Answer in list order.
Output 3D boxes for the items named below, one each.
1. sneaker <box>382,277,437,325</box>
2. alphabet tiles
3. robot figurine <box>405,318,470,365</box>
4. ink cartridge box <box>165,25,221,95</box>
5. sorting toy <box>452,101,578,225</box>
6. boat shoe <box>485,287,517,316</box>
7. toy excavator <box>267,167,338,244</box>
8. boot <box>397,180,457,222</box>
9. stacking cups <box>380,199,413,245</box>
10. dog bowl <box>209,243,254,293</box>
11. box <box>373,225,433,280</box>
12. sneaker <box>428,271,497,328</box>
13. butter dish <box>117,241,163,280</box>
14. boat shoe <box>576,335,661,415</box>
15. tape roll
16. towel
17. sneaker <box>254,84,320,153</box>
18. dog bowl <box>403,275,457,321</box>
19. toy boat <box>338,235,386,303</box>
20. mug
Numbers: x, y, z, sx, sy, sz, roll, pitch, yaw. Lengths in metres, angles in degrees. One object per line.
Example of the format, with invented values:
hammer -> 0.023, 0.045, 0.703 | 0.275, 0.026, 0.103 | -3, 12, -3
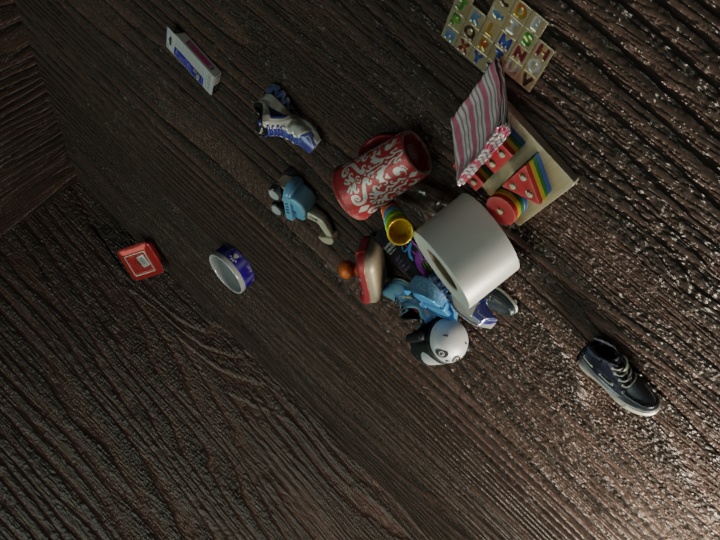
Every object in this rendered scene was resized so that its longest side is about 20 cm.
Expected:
sneaker -> 0.128, 0.090, 1.860 | 0.198, 0.090, 0.079 | 27, 148, 40
alphabet tiles -> 0.235, -0.402, 1.133 | 0.200, 0.008, 0.168 | 44, 153, 10
robot figurine -> 0.214, 0.200, 1.839 | 0.127, 0.149, 0.199 | 63, 152, -3
ink cartridge box -> -0.481, -0.608, 1.906 | 0.200, 0.037, 0.095 | 46, 154, 0
sorting toy -> 0.282, -0.187, 1.281 | 0.199, 0.069, 0.200 | 47, 153, 2
boat shoe -> 0.287, 0.058, 1.610 | 0.198, 0.062, 0.076 | 35, 150, 23
toy excavator -> -0.160, -0.177, 1.948 | 0.197, 0.100, 0.196 | 27, 149, 19
boot -> 0.129, -0.150, 1.565 | 0.198, 0.064, 0.189 | 32, 137, 24
stacking cups -> 0.077, -0.115, 1.489 | 0.061, 0.060, 0.201 | 56, -172, -18
dog bowl -> -0.530, -0.007, 2.735 | 0.199, 0.079, 0.202 | 35, 151, 23
box -> 0.131, -0.047, 1.736 | 0.200, 0.036, 0.143 | 48, 154, 3
sneaker -> 0.252, 0.032, 1.543 | 0.200, 0.080, 0.116 | 49, 113, 33
butter dish -> -1.147, -0.076, 3.515 | 0.195, 0.149, 0.203 | -15, 122, 15
boat shoe -> 0.555, 0.224, 1.412 | 0.199, 0.075, 0.093 | 36, 159, 24
tape roll -> 0.224, -0.042, 1.411 | 0.204, 0.138, 0.203 | 53, 179, 2
towel -> 0.211, -0.266, 1.209 | 0.029, 0.150, 0.200 | 5, 157, -17
sneaker -> -0.205, -0.367, 1.703 | 0.200, 0.115, 0.081 | 48, 157, 0
dog bowl -> 0.190, 0.071, 1.706 | 0.110, 0.050, 0.200 | 19, 168, 37
toy boat -> 0.000, 0.000, 1.857 | 0.128, 0.132, 0.202 | 3, 136, 15
mug -> 0.044, -0.235, 1.470 | 0.198, 0.132, 0.181 | -26, 74, 36
